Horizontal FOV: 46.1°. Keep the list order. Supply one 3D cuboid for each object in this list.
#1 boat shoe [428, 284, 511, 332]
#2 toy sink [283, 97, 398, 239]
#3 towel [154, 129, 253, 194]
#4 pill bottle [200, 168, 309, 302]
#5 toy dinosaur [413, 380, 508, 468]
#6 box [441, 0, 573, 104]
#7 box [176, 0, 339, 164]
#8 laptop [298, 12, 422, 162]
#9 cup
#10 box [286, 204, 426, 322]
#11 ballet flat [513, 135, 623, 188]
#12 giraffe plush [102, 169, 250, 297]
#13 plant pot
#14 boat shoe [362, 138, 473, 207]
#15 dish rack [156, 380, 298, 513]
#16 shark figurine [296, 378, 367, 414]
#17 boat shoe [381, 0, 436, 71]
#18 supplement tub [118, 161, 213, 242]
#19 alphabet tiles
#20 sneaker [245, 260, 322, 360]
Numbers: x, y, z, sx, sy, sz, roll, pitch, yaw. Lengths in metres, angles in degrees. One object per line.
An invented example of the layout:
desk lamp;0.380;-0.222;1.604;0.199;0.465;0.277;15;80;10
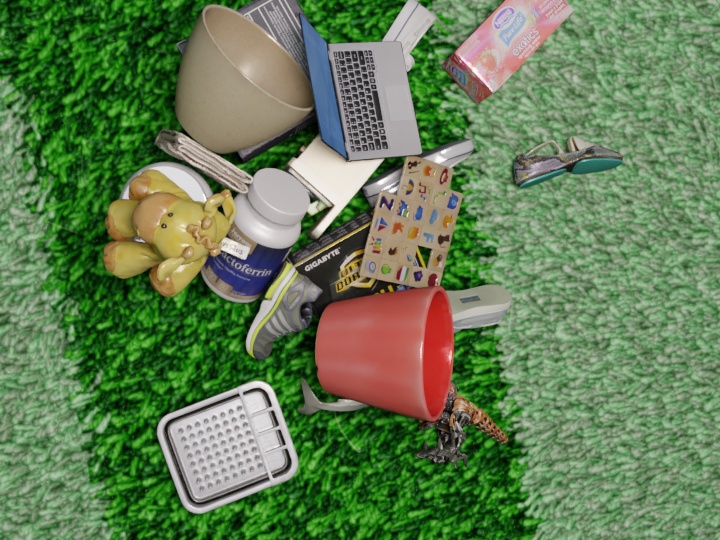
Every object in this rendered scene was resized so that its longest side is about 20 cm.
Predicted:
boat shoe;0.157;0.076;1.414;0.199;0.070;0.072;-7;130;-16
toy sink;-0.052;-0.162;1.357;0.112;0.130;0.200;40;86;-7
towel;-0.237;-0.162;1.259;0.132;0.200;0.035;32;89;-21
pill bottle;-0.161;-0.053;1.301;0.115;0.116;0.200;30;127;-7
toy dinosaur;0.150;0.252;1.415;0.198;0.102;0.137;13;71;13
box;0.243;-0.387;1.412;0.095;0.103;0.200;45;85;-6
box;-0.155;-0.307;1.342;0.197;0.123;0.201;-30;95;-7
laptop;0.004;-0.268;1.242;0.198;0.116;0.189;-7;82;-20
cup;-0.182;-0.252;1.201;0.200;0.200;0.143;44;115;-7
box;0.000;0.000;1.376;0.199;0.049;0.161;-29;122;-7
ballet flat;0.353;-0.195;1.450;0.198;0.072;0.073;-13;92;-10
giraffe plush;-0.243;-0.048;1.110;0.198;0.162;0.174;6;90;-8
plant pot;0.036;0.122;1.292;0.176;0.200;0.203;1;90;19
boat shoe;0.103;-0.155;1.409;0.199;0.074;0.066;-25;103;2
dish rack;-0.215;0.284;1.381;0.198;0.044;0.173;-20;94;-8
shark figurine;0.007;0.199;1.400;0.214;0.090;0.128;-34;62;-14
boat shoe;0.059;-0.353;1.400;0.065;0.074;0.201;31;87;-3
supplement tub;-0.290;-0.087;1.286;0.143;0.200;0.146;0;91;-9
alphabet tiles;0.087;-0.076;1.348;0.166;0.008;0.202;12;94;-36
sneaker;-0.123;0.079;1.332;0.080;0.201;0.074;28;42;1
